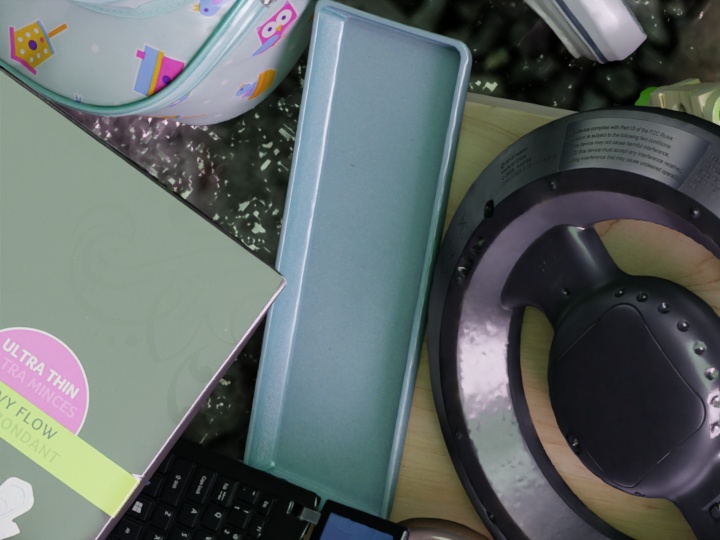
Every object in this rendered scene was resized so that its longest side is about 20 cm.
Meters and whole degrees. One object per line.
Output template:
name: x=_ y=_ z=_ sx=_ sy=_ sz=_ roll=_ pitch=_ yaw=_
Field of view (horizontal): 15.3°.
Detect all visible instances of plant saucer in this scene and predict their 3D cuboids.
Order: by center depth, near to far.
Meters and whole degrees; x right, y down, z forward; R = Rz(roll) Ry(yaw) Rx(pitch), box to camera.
plant saucer: x=0.000 y=0.000 z=1.028 sx=0.070 sy=0.019 sz=0.200 roll=21 pitch=110 yaw=31

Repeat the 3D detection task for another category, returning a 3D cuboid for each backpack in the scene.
backpack: x=-0.083 y=-0.157 z=1.032 sx=0.176 sy=0.153 sz=0.200 roll=35 pitch=110 yaw=15

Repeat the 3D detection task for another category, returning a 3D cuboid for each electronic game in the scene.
electronic game: x=0.102 y=0.041 z=0.949 sx=0.042 sy=0.200 sz=0.200 roll=-18 pitch=85 yaw=-46

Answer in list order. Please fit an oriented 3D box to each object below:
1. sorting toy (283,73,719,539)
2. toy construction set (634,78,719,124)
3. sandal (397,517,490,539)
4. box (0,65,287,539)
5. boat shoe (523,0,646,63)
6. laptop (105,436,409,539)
sorting toy: x=0.074 y=0.033 z=1.037 sx=0.200 sy=0.070 sz=0.199 roll=13 pitch=107 yaw=32
toy construction set: x=0.175 y=-0.009 z=1.085 sx=0.131 sy=0.092 sz=0.200 roll=-22 pitch=90 yaw=-25
sandal: x=0.024 y=0.192 z=0.984 sx=0.082 sy=0.055 sz=0.200 roll=12 pitch=98 yaw=3
box: x=-0.148 y=0.004 z=0.969 sx=0.200 sy=0.124 sz=0.149 roll=36 pitch=87 yaw=-2
boat shoe: x=0.033 y=-0.152 z=1.099 sx=0.067 sy=0.074 sz=0.200 roll=-40 pitch=78 yaw=9
laptop: x=-0.086 y=0.149 z=1.005 sx=0.200 sy=0.103 sz=0.177 roll=21 pitch=83 yaw=23
